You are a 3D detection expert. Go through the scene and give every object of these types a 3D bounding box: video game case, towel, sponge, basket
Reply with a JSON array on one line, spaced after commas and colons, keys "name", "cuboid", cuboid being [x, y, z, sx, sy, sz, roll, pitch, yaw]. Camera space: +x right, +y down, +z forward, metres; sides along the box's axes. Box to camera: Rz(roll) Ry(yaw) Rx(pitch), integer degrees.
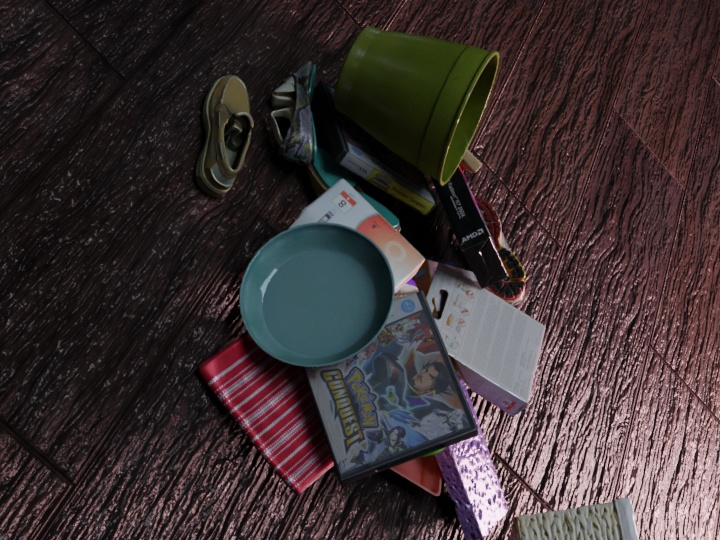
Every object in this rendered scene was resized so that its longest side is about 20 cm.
[{"name": "video game case", "cuboid": [0.020, -0.186, 1.774, 0.179, 0.026, 0.201, 28, 28, -31]}, {"name": "towel", "cuboid": [-0.097, 0.164, 1.467, 0.201, 0.023, 0.144, 50, 45, 7]}, {"name": "video game case", "cuboid": [0.028, 0.141, 1.463, 0.178, 0.026, 0.202, -19, 63, -4]}, {"name": "sponge", "cuboid": [0.144, 0.261, 1.634, 0.111, 0.030, 0.203, -24, 94, -60]}, {"name": "basket", "cuboid": [0.289, 0.430, 1.562, 0.158, 0.199, 0.203, -8, 64, 0]}]

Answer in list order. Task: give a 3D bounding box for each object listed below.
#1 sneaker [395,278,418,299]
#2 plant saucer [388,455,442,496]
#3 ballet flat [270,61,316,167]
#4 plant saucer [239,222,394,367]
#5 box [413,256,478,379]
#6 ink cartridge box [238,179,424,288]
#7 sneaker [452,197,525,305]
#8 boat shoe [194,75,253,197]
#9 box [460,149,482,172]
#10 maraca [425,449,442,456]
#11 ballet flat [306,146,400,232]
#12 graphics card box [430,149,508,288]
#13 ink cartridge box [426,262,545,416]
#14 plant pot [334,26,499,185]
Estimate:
[{"name": "sneaker", "cuboid": [0.000, 0.000, 1.665, 0.198, 0.069, 0.101, 4, 61, -45]}, {"name": "plant saucer", "cuboid": [0.037, 0.185, 1.611, 0.199, 0.037, 0.201, 34, 46, -25]}, {"name": "ballet flat", "cuboid": [-0.097, -0.236, 1.718, 0.072, 0.072, 0.202, 27, 42, -31]}, {"name": "plant saucer", "cuboid": [-0.053, 0.035, 1.491, 0.036, 0.197, 0.203, 78, 6, -61]}, {"name": "box", "cuboid": [0.143, 0.069, 1.789, 0.118, 0.041, 0.203, 14, 59, -40]}, {"name": "ink cartridge box", "cuboid": [-0.037, -0.005, 1.559, 0.162, 0.050, 0.200, 44, 58, 8]}, {"name": "sneaker", "cuboid": [0.204, -0.027, 1.898, 0.082, 0.077, 0.202, 62, 6, -64]}, {"name": "boat shoe", "cuboid": [-0.172, -0.195, 1.608, 0.071, 0.076, 0.202, 25, 50, -32]}, {"name": "box", "cuboid": [0.098, -0.235, 1.870, 0.200, 0.021, 0.163, 45, -2, -16]}, {"name": "maraca", "cuboid": [0.052, 0.159, 1.537, 0.135, 0.108, 0.201, 4, 43, -22]}, {"name": "ballet flat", "cuboid": [-0.023, -0.096, 1.696, 0.070, 0.066, 0.200, -12, 49, -42]}, {"name": "graphics card box", "cuboid": [0.155, -0.087, 1.781, 0.126, 0.050, 0.202, 57, 12, -54]}, {"name": "ink cartridge box", "cuboid": [0.172, 0.101, 1.752, 0.198, 0.050, 0.163, 30, 46, -7]}, {"name": "plant pot", "cuboid": [0.072, -0.254, 1.686, 0.191, 0.202, 0.201, 25, 41, 10]}]
